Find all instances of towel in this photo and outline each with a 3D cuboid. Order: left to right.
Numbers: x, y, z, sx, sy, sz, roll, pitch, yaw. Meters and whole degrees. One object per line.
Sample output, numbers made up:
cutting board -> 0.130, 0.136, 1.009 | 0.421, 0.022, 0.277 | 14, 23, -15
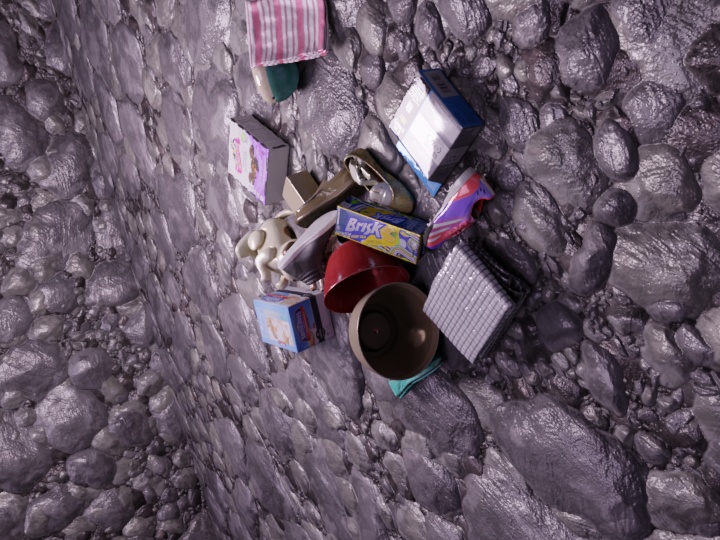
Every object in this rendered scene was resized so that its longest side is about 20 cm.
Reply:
towel -> -0.163, -0.532, 1.303 | 0.196, 0.030, 0.150 | -3, 94, 20
towel -> 0.216, 0.055, 1.135 | 0.166, 0.085, 0.202 | 50, 142, 28

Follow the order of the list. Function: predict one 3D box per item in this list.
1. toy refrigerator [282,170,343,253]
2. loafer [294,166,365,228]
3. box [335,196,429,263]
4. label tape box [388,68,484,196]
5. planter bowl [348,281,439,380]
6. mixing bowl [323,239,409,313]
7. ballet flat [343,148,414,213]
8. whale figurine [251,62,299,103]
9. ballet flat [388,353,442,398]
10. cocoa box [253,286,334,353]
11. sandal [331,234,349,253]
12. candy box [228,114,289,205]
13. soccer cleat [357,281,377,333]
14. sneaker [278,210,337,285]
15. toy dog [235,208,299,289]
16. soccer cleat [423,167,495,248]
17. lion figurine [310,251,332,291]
toy refrigerator -> -0.112, -0.148, 1.489 | 0.201, 0.069, 0.076 | 55, 149, 21
loafer -> -0.073, -0.167, 1.385 | 0.198, 0.076, 0.068 | -31, 58, 19
box -> 0.046, -0.087, 1.252 | 0.197, 0.064, 0.071 | 22, 124, 22
label tape box -> 0.124, -0.249, 1.125 | 0.145, 0.063, 0.201 | 56, 142, 19
planter bowl -> 0.053, 0.131, 1.302 | 0.134, 0.198, 0.204 | -10, 99, 63
mixing bowl -> 0.000, 0.000, 1.324 | 0.201, 0.197, 0.110 | -56, 45, 49
ballet flat -> 0.032, -0.186, 1.277 | 0.201, 0.070, 0.071 | 50, 140, 25
whale figurine -> -0.201, -0.502, 1.420 | 0.159, 0.102, 0.204 | 64, -162, -73
ballet flat -> 0.114, 0.228, 1.362 | 0.071, 0.067, 0.201 | 50, 143, 11
cocoa box -> -0.189, 0.132, 1.669 | 0.198, 0.130, 0.136 | 6, 112, 52
sandal -> -0.021, -0.083, 1.380 | 0.059, 0.080, 0.207 | 31, 135, -12
candy box -> -0.282, -0.303, 1.634 | 0.200, 0.071, 0.170 | 41, 136, 34
soccer cleat -> 0.016, 0.122, 1.451 | 0.073, 0.067, 0.204 | 13, 118, 59
sneaker -> -0.092, -0.048, 1.380 | 0.099, 0.071, 0.200 | 39, 111, -20
toy dog -> -0.185, -0.043, 1.509 | 0.199, 0.195, 0.140 | 31, 170, 44
soccer cleat -> 0.179, -0.098, 1.115 | 0.073, 0.068, 0.201 | 41, 139, 14
lion figurine -> -0.103, -0.023, 1.547 | 0.199, 0.072, 0.125 | -32, 67, 40
